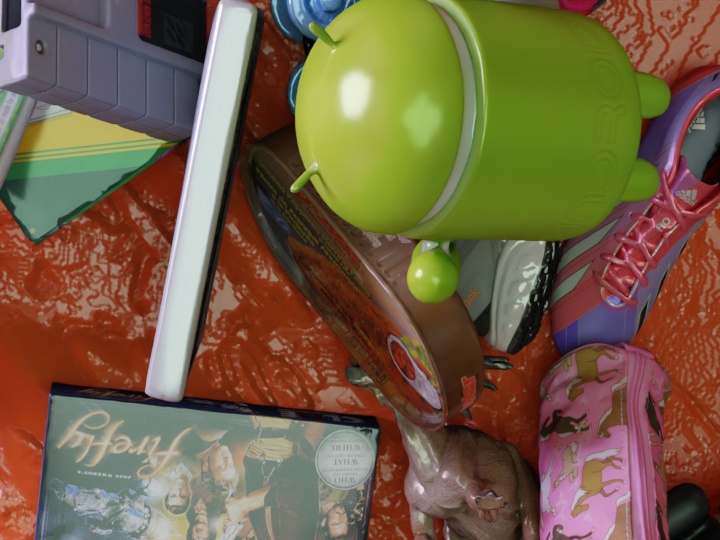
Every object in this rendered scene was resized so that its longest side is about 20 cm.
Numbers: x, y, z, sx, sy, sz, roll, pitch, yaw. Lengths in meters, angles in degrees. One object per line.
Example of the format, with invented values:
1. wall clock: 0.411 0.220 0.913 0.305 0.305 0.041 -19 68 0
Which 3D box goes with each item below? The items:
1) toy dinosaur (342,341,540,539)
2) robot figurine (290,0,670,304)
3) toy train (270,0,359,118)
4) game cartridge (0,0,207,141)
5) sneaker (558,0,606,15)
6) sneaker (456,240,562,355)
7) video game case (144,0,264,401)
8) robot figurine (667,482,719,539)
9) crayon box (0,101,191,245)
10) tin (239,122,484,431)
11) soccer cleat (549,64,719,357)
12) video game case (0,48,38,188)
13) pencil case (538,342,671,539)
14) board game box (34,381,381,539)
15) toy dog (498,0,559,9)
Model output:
1. toy dinosaur: 0.070 0.122 1.033 0.085 0.137 0.200 -18 132 22
2. robot figurine: 0.055 -0.073 0.844 0.198 0.115 0.178 1 101 -33
3. toy train: 0.008 -0.160 0.983 0.113 0.087 0.203 -13 99 -10
4. game cartridge: -0.134 -0.179 0.920 0.129 0.038 0.203 12 70 -45
5. sneaker: 0.163 -0.217 0.988 0.080 0.075 0.201 40 89 -26
6. sneaker: 0.091 -0.057 1.014 0.079 0.074 0.202 19 90 15
7. video game case: -0.082 -0.045 0.938 0.023 0.182 0.203 11 97 -4
8. robot figurine: 0.207 0.219 1.036 0.199 0.125 0.151 -35 143 0
9. crayon box: -0.191 -0.132 0.976 0.118 0.058 0.201 -34 100 0
10. tin: 0.000 0.000 0.962 0.042 0.112 0.200 -32 62 -15
11. soccer cleat: 0.174 -0.031 1.022 0.066 0.076 0.201 29 94 -10
12. video game case: -0.251 -0.113 0.871 0.180 0.022 0.202 21 56 -8
13. pencil case: 0.140 0.131 0.971 0.086 0.201 0.083 -18 127 19
14. board game box: -0.094 0.147 1.039 0.197 0.035 0.137 6 98 -7
15. toy dog: 0.019 -0.192 0.909 0.131 0.096 0.201 -34 122 -17
